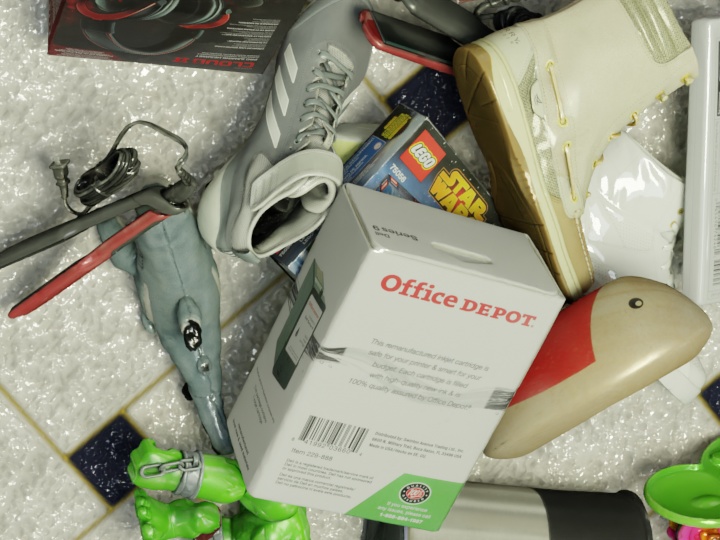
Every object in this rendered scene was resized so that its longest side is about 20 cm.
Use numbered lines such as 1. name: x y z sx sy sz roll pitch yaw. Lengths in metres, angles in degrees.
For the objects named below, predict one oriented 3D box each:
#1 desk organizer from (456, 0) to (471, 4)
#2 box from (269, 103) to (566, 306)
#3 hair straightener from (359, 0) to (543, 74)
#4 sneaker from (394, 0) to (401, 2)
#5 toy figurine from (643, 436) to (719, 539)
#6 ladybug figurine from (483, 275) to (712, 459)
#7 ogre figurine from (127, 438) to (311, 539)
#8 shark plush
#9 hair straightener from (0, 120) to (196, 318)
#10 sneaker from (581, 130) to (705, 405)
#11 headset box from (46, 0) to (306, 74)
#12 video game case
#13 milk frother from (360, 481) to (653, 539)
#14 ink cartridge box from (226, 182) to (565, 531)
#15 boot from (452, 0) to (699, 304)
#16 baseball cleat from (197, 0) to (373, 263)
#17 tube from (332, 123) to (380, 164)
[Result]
1. desk organizer: 0.146 -0.236 1.381 0.199 0.077 0.072 -13 74 -32
2. box: 0.043 0.002 1.449 0.137 0.040 0.200 -46 126 -6
3. hair straightener: 0.097 -0.155 1.416 0.199 0.041 0.077 20 126 -35
4. sneaker: 0.056 -0.281 1.407 0.088 0.077 0.201 -6 113 -22
5. toy figurine: 0.294 0.232 1.552 0.199 0.150 0.185 -8 115 -21
6. ladybug figurine: 0.146 0.063 1.427 0.200 0.136 0.072 -35 82 38
7. ogre figurine: -0.090 0.193 1.471 0.119 0.098 0.201 -12 105 -7
8. shark plush: -0.127 0.031 1.429 0.090 0.083 0.201 -4 105 -12
9. hair straightener: -0.179 -0.041 1.369 0.200 0.041 0.077 -30 93 39
10. sneaker: 0.211 -0.007 1.504 0.115 0.074 0.200 -39 108 2
11. headset box: -0.114 -0.189 1.331 0.148 0.200 0.075 4 74 -15
12. video game case: 0.303 -0.085 1.500 0.181 0.024 0.201 -10 107 -33
13. milk frother: 0.109 0.241 1.470 0.187 0.200 0.182 6 93 -14
14. ink cartridge box: 0.021 0.059 1.378 0.145 0.084 0.201 15 118 -25
15. boot: 0.158 -0.091 1.414 0.154 0.072 0.201 -30 117 -17
16. baseball cleat: -0.029 -0.092 1.387 0.070 0.106 0.201 31 84 -37
17. tube: 0.000 0.000 1.471 0.058 0.052 0.201 9 109 21
